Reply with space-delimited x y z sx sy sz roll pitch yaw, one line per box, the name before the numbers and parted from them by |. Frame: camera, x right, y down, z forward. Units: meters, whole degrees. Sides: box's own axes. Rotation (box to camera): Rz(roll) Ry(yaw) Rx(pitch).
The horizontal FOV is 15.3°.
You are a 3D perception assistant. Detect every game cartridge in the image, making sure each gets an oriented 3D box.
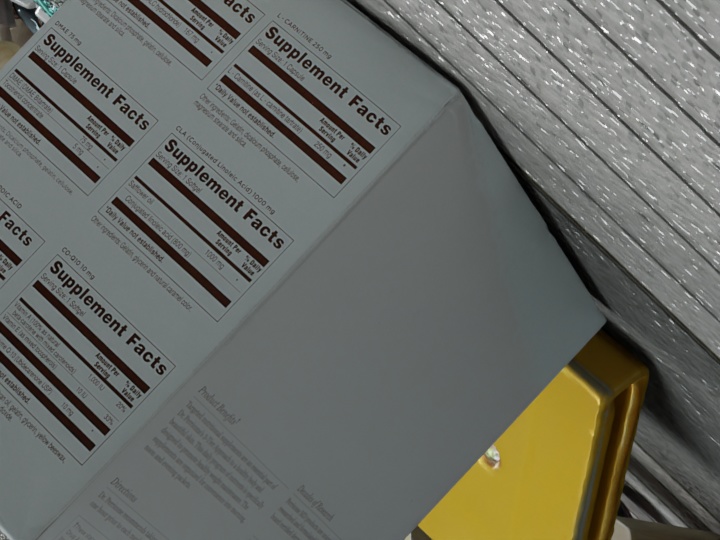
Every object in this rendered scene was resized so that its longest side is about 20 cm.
game cartridge | 0.030 0.040 1.121 0.200 0.032 0.177 43 148 27

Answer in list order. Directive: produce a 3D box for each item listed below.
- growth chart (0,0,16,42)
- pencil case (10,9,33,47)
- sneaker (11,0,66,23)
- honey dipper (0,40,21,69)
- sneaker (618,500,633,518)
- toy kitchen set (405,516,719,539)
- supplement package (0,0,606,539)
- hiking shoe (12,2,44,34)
growth chart | -0.198 -0.156 1.148 0.200 0.018 0.146 13 -112 -71
pencil case | -0.179 -0.093 1.311 0.077 0.089 0.201 11 123 30
sneaker | -0.121 -0.141 1.065 0.200 0.078 0.091 39 158 13
honey dipper | -0.149 -0.073 1.165 0.038 0.038 0.200 43 176 0
sneaker | 0.090 0.108 1.535 0.200 0.080 0.086 32 159 29
toy kitchen set | 0.121 0.117 1.386 0.199 0.181 0.163 12 142 -15
supplement package | -0.051 0.013 0.943 0.147 0.200 0.191 41 175 31
hiking shoe | -0.092 -0.081 1.232 0.087 0.074 0.200 40 175 43
